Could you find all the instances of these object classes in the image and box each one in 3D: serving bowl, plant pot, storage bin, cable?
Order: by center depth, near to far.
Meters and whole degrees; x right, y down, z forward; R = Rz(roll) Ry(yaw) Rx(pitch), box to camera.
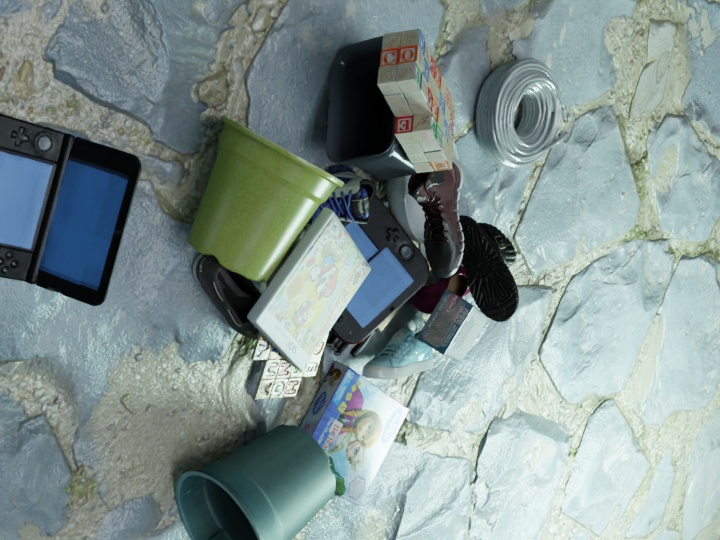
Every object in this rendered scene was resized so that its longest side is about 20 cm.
[{"bbox_3d":[-0.152,-0.093,1.474,0.199,0.200,0.186,26,94,-45],"label":"plant pot"},{"bbox_3d":[-0.154,0.356,1.622,0.195,0.198,0.203,-30,123,-41],"label":"plant pot"},{"bbox_3d":[0.028,-0.240,1.622,0.134,0.144,0.203,31,57,-54],"label":"storage bin"},{"bbox_3d":[0.099,-0.148,1.754,0.199,0.065,0.204,-19,113,-55],"label":"serving bowl"},{"bbox_3d":[0.297,-0.294,1.908,0.199,0.069,0.202,-40,127,-26],"label":"cable"}]

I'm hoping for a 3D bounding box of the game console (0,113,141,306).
[{"bbox_3d":[-0.396,-0.075,1.289,0.169,0.117,0.203,13,94,-45],"label":"game console"}]

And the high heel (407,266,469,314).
[{"bbox_3d":[0.172,0.042,1.879,0.198,0.095,0.069,-18,116,-38],"label":"high heel"}]

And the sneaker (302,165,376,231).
[{"bbox_3d":[-0.050,-0.108,1.607,0.198,0.114,0.082,-28,121,-34],"label":"sneaker"}]

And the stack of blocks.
[{"bbox_3d":[0.085,-0.247,1.519,0.200,0.058,0.117,52,39,-57],"label":"stack of blocks"}]

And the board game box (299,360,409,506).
[{"bbox_3d":[-0.023,0.292,1.816,0.199,0.041,0.202,38,77,-44],"label":"board game box"}]

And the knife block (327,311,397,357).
[{"bbox_3d":[0.025,0.062,1.770,0.198,0.064,0.179,-3,107,-43],"label":"knife block"}]

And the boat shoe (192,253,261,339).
[{"bbox_3d":[-0.183,0.049,1.572,0.067,0.057,0.201,-54,133,-18],"label":"boat shoe"}]

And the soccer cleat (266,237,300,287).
[{"bbox_3d":[-0.109,0.025,1.601,0.078,0.068,0.203,-45,142,-54],"label":"soccer cleat"}]

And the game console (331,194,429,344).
[{"bbox_3d":[0.000,0.000,1.678,0.199,0.031,0.178,-41,102,-14],"label":"game console"}]

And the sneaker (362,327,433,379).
[{"bbox_3d":[0.063,0.145,1.827,0.199,0.073,0.083,-7,93,-59],"label":"sneaker"}]

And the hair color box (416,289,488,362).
[{"bbox_3d":[0.167,0.101,1.824,0.101,0.060,0.200,-58,164,0],"label":"hair color box"}]

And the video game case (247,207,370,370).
[{"bbox_3d":[-0.072,0.032,1.549,0.201,0.023,0.182,-56,148,-13],"label":"video game case"}]

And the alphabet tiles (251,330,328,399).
[{"bbox_3d":[-0.104,0.105,1.587,0.166,0.007,0.203,4,108,-54],"label":"alphabet tiles"}]

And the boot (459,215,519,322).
[{"bbox_3d":[0.241,-0.003,1.852,0.157,0.079,0.214,17,48,-65],"label":"boot"}]

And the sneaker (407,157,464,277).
[{"bbox_3d":[0.112,-0.092,1.670,0.115,0.075,0.204,9,79,-54],"label":"sneaker"}]
